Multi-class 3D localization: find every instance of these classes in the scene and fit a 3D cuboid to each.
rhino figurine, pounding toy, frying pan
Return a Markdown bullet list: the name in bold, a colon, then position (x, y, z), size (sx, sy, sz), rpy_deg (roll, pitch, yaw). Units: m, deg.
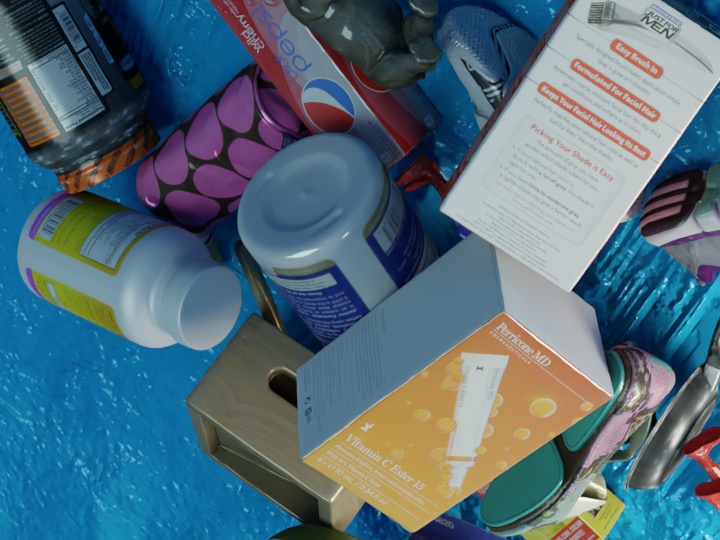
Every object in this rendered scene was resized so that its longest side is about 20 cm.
- **rhino figurine**: position (-0.024, -0.202, 1.161), size (0.199, 0.060, 0.088), rpy_deg (37, 161, 4)
- **pounding toy**: position (-0.064, 0.111, 1.429), size (0.199, 0.143, 0.184), rpy_deg (34, 161, 12)
- **frying pan**: position (0.258, 0.090, 1.219), size (0.031, 0.115, 0.191), rpy_deg (34, 91, 18)

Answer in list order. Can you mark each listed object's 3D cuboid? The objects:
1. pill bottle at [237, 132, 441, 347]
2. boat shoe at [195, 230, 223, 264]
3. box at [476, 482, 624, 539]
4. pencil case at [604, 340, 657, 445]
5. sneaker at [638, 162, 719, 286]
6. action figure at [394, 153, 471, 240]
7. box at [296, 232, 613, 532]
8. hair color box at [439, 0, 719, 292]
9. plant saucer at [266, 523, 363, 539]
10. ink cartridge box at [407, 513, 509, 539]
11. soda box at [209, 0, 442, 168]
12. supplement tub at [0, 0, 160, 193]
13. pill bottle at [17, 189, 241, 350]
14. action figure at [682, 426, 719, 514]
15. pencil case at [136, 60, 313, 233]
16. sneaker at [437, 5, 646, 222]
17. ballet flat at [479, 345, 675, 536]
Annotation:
- **pill bottle**: position (0.000, 0.000, 1.245), size (0.119, 0.120, 0.200), rpy_deg (6, 147, 34)
- **boat shoe**: position (-0.212, 0.001, 1.505), size (0.199, 0.072, 0.062), rpy_deg (-12, 114, 39)
- **box**: position (0.127, 0.164, 1.383), size (0.200, 0.050, 0.075), rpy_deg (43, 136, 2)
- **pencil case**: position (0.141, 0.110, 1.277), size (0.198, 0.078, 0.089), rpy_deg (-13, 146, 22)
- **sneaker**: position (0.293, -0.041, 1.110), size (0.087, 0.075, 0.199), rpy_deg (42, 146, -26)
- **action figure**: position (0.105, -0.003, 1.248), size (0.200, 0.052, 0.065), rpy_deg (45, -179, 12)
- **box**: position (0.065, 0.082, 1.175), size (0.200, 0.098, 0.124), rpy_deg (-39, 123, 25)
- **hair color box**: position (0.152, -0.101, 1.091), size (0.110, 0.064, 0.201), rpy_deg (32, 111, -4)
- **plant saucer**: position (0.008, 0.277, 1.445), size (0.199, 0.031, 0.200), rpy_deg (23, 160, 9)
- **ink cartridge box**: position (0.125, 0.316, 1.463), size (0.199, 0.041, 0.201), rpy_deg (17, 139, 38)
- **soda box**: position (-0.030, -0.168, 1.249), size (0.200, 0.063, 0.070), rpy_deg (51, 136, -7)
- **supplement tub**: position (-0.260, -0.175, 1.374), size (0.122, 0.123, 0.201), rpy_deg (-13, 112, 42)
- **pill bottle**: position (-0.196, 0.003, 1.376), size (0.199, 0.104, 0.105), rpy_deg (21, 132, 37)
- **action figure**: position (0.332, 0.179, 1.211), size (0.098, 0.066, 0.200), rpy_deg (-26, 134, 22)
- **pencil case**: position (-0.103, -0.100, 1.343), size (0.093, 0.091, 0.200), rpy_deg (31, 144, -24)
- **sneaker**: position (0.109, -0.094, 1.188), size (0.200, 0.075, 0.115), rpy_deg (46, 134, -5)
- **ballet flat**: position (0.169, 0.137, 1.208), size (0.071, 0.069, 0.201), rpy_deg (18, 124, -25)
